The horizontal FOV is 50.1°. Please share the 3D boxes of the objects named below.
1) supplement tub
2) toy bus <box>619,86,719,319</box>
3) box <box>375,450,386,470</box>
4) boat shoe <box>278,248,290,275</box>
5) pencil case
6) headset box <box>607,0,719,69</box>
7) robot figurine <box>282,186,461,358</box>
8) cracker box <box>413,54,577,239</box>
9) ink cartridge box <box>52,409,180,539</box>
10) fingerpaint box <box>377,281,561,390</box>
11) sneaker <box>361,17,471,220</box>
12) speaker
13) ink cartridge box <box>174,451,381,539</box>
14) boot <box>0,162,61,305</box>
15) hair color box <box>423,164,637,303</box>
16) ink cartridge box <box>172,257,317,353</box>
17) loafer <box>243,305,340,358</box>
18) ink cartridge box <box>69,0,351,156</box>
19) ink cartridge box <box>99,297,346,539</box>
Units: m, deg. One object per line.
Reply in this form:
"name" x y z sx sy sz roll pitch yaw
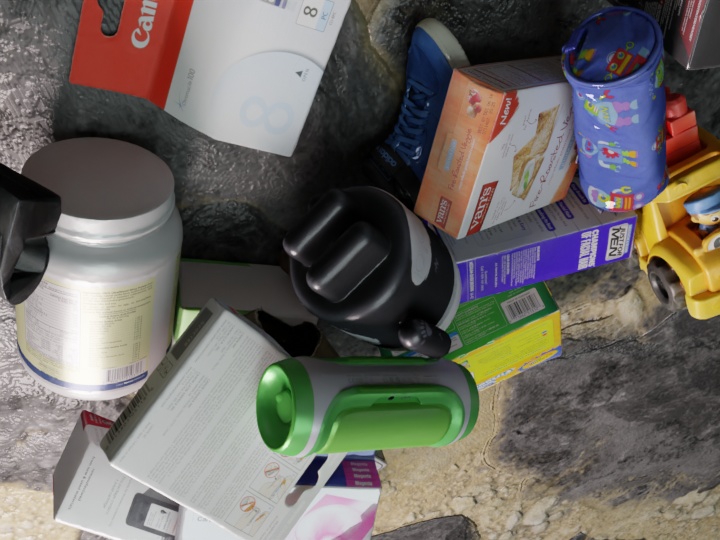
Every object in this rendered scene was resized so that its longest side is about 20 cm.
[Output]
"supplement tub" -0.236 0.000 0.693 0.143 0.146 0.202 1 129 -19
"toy bus" 0.331 -0.082 0.785 0.134 0.201 0.193 -24 125 1
"box" -0.076 0.192 0.856 0.116 0.060 0.199 -40 133 15
"boat shoe" 0.000 0.000 0.834 0.198 0.073 0.067 18 156 -39
"pencil case" 0.221 -0.131 0.667 0.079 0.086 0.200 -63 149 -18
"headset box" 0.262 -0.263 0.596 0.076 0.201 0.150 -10 131 -10
"robot figurine" 0.013 0.003 0.694 0.123 0.153 0.200 -6 160 27
"cracker box" 0.144 -0.119 0.708 0.199 0.057 0.135 -20 135 -44
"ink cartridge box" -0.216 0.236 0.822 0.198 0.145 0.084 27 82 -22
"fingerpaint box" 0.131 0.086 0.908 0.198 0.074 0.167 -26 153 5
"sneaker" 0.051 -0.126 0.722 0.110 0.077 0.201 -29 140 -10
"speaker" 0.010 0.119 0.690 0.198 0.089 0.089 5 129 -34
"ink cartridge box" -0.081 0.243 0.760 0.193 0.043 0.203 6 104 -18
"boot" -0.334 -0.033 0.612 0.198 0.066 0.166 27 126 10
"hair color box" 0.175 -0.044 0.817 0.197 0.110 0.065 -15 133 -4
"ink cartridge box" -0.142 0.094 0.846 0.143 0.085 0.202 5 128 -21
"loafer" -0.053 0.097 0.770 0.199 0.076 0.070 28 120 -34
"ink cartridge box" -0.123 -0.191 0.633 0.197 0.048 0.161 8 127 -27
"ink cartridge box" -0.107 0.145 0.705 0.200 0.050 0.163 42 81 -34
